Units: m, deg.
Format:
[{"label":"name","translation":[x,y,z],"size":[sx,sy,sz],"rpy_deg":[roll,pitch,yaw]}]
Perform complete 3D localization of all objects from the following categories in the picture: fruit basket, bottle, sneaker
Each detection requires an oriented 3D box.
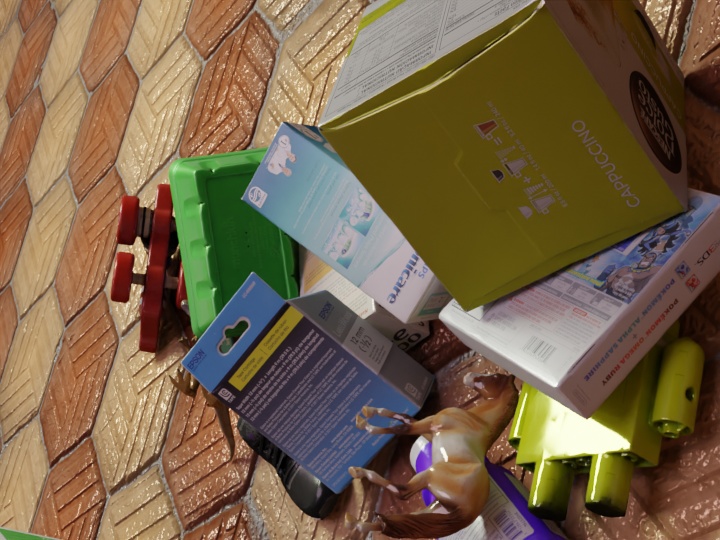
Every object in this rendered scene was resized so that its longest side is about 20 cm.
[{"label":"fruit basket","translation":[-0.124,-0.031,1.377],"size":[0.216,0.154,0.218],"rpy_deg":[171,90,-80]},{"label":"bottle","translation":[0.100,0.201,1.008],"size":[0.084,0.065,0.200],"rpy_deg":[-54,33,8]},{"label":"sneaker","translation":[-0.087,0.184,1.292],"size":[0.076,0.087,0.200],"rpy_deg":[-60,33,15]}]

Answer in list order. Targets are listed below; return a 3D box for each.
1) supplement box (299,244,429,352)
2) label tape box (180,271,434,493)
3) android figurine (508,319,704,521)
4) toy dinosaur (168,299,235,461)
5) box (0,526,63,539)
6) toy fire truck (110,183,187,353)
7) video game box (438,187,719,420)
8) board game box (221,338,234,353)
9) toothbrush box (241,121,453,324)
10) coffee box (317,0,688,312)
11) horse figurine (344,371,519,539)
[{"label":"supplement box","translation":[0.000,0.000,1.273],"size":[0.126,0.073,0.202],"rpy_deg":[-38,42,40]},{"label":"label tape box","translation":[-0.051,0.097,1.180],"size":[0.143,0.200,0.066],"rpy_deg":[-49,3,31]},{"label":"android figurine","translation":[0.183,0.091,0.949],"size":[0.181,0.041,0.202],"rpy_deg":[-22,45,51]},{"label":"toy dinosaur","translation":[-0.161,0.130,1.389],"size":[0.060,0.106,0.202],"rpy_deg":[-8,96,17]},{"label":"box","translation":[-0.378,0.439,1.498],"size":[0.171,0.198,0.202],"rpy_deg":[17,87,58]},{"label":"toy fire truck","translation":[-0.279,-0.006,1.694],"size":[0.168,0.111,0.202],"rpy_deg":[117,156,-63]},{"label":"video game box","translation":[0.171,0.006,0.951],"size":[0.182,0.047,0.200],"rpy_deg":[-49,24,-4]},{"label":"board game box","translation":[-0.182,-0.010,1.521],"size":[0.153,0.044,0.201],"rpy_deg":[90,175,-53]},{"label":"toothbrush box","translation":[0.017,-0.045,1.124],"size":[0.199,0.146,0.086],"rpy_deg":[35,107,21]},{"label":"coffee box","translation":[0.118,-0.130,0.955],"size":[0.199,0.200,0.199],"rpy_deg":[-26,28,30]},{"label":"horse figurine","translation":[0.058,0.151,0.977],"size":[0.201,0.131,0.050],"rpy_deg":[-78,-11,-58]}]
